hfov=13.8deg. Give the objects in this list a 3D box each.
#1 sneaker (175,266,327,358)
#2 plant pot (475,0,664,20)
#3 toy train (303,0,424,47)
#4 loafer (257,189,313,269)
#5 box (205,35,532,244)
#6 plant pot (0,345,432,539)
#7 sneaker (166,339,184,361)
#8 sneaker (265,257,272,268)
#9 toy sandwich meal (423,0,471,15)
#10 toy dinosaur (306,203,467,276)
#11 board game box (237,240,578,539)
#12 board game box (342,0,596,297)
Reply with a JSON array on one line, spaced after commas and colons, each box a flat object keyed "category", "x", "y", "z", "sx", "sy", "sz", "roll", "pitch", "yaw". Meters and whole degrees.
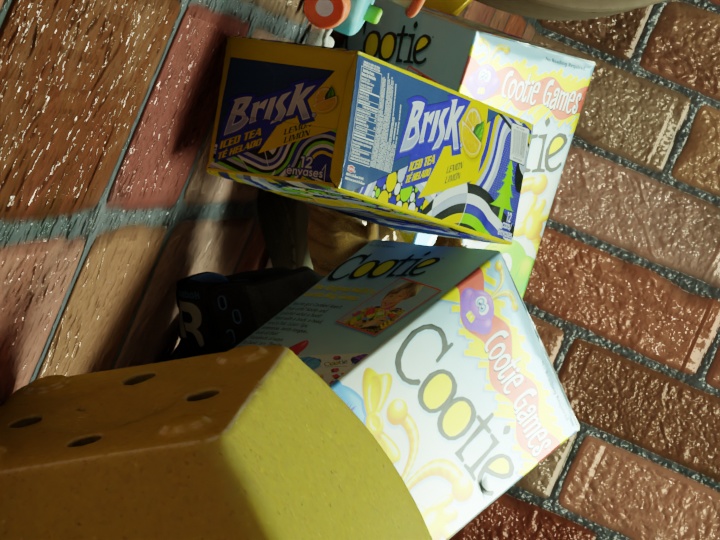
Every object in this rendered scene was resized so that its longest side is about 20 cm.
[{"category": "sneaker", "x": -0.086, "y": 0.065, "z": 1.471, "sx": 0.200, "sy": 0.112, "sz": 0.073, "roll": -32, "pitch": -161, "yaw": -26}, {"category": "plant pot", "x": 0.066, "y": -0.195, "z": 1.273, "sx": 0.200, "sy": 0.200, "sz": 0.175, "roll": -66, "pitch": -168, "yaw": -12}, {"category": "toy train", "x": 0.029, "y": -0.184, "z": 1.558, "sx": 0.150, "sy": 0.056, "sz": 0.200, "roll": 101, "pitch": 13, "yaw": -68}, {"category": "loafer", "x": -0.011, "y": -0.040, "z": 1.584, "sx": 0.200, "sy": 0.067, "sz": 0.076, "roll": 104, "pitch": -27, "yaw": -60}, {"category": "box", "x": 0.008, "y": -0.058, "z": 1.384, "sx": 0.200, "sy": 0.070, "sz": 0.064, "roll": 16, "pitch": 83, "yaw": -63}, {"category": "plant pot", "x": -0.071, "y": 0.141, "z": 1.136, "sx": 0.196, "sy": 0.194, "sz": 0.200, "roll": -51, "pitch": 131, "yaw": -70}, {"category": "sneaker", "x": -0.086, "y": 0.126, "z": 1.559, "sx": 0.077, "sy": 0.089, "sz": 0.200, "roll": -54, "pitch": 167, "yaw": -70}, {"category": "sneaker", "x": -0.013, "y": 0.028, "z": 1.848, "sx": 0.200, "sy": 0.099, "sz": 0.071, "roll": 106, "pitch": 7, "yaw": -65}, {"category": "toy sandwich meal", "x": 0.038, "y": -0.130, "z": 1.820, "sx": 0.205, "sy": 0.070, "sz": 0.205, "roll": 23, "pitch": 90, "yaw": -85}, {"category": "toy dinosaur", "x": 0.000, "y": 0.000, "z": 1.548, "sx": 0.060, "sy": 0.106, "sz": 0.200, "roll": -105, "pitch": -173, "yaw": -49}, {"category": "board game box", "x": -0.013, "y": 0.084, "z": 1.401, "sx": 0.200, "sy": 0.103, "sz": 0.105, "roll": -38, "pitch": -156, "yaw": -28}, {"category": "board game box", "x": 0.038, "y": -0.043, "z": 1.690, "sx": 0.103, "sy": 0.105, "sz": 0.200, "roll": 10, "pitch": 100, "yaw": -44}]
